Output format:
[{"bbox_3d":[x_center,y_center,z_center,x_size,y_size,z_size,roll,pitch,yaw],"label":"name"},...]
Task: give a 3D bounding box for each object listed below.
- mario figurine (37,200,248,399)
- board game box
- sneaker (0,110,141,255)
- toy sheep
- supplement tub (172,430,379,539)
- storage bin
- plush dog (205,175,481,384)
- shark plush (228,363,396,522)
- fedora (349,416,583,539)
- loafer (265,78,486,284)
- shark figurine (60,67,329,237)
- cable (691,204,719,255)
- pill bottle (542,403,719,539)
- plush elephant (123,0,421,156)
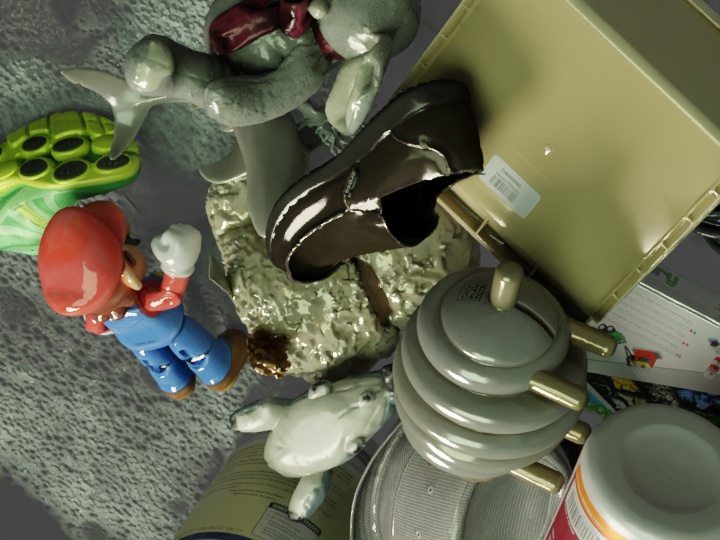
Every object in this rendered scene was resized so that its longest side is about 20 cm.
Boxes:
[{"bbox_3d":[-0.162,0.009,1.480,0.123,0.106,0.200,-38,133,4],"label":"mario figurine"},{"bbox_3d":[0.199,0.057,1.382,0.200,0.035,0.126,28,130,4],"label":"board game box"},{"bbox_3d":[-0.243,-0.062,1.495,0.200,0.074,0.084,-15,141,27],"label":"sneaker"},{"bbox_3d":[0.086,0.065,1.252,0.138,0.138,0.200,21,135,11],"label":"toy sheep"},{"bbox_3d":[-0.062,0.213,1.500,0.145,0.200,0.145,12,126,17],"label":"supplement tub"},{"bbox_3d":[0.138,-0.094,1.244,0.200,0.094,0.199,44,134,5],"label":"storage bin"},{"bbox_3d":[0.000,0.000,1.382,0.172,0.161,0.200,-25,111,9],"label":"plush dog"},{"bbox_3d":[-0.010,0.088,1.389,0.091,0.083,0.200,48,126,8],"label":"shark plush"},{"bbox_3d":[0.088,0.175,1.394,0.177,0.090,0.200,11,110,-25],"label":"fedora"},{"bbox_3d":[0.008,-0.040,1.246,0.200,0.073,0.071,-45,63,45],"label":"loafer"},{"bbox_3d":[-0.099,-0.120,1.369,0.214,0.128,0.090,30,158,37],"label":"shark figurine"},{"bbox_3d":[0.264,-0.087,1.247,0.200,0.051,0.163,-14,117,32],"label":"cable"},{"bbox_3d":[0.176,0.189,1.296,0.113,0.113,0.200,24,138,8],"label":"pill bottle"},{"bbox_3d":[-0.032,-0.166,1.263,0.200,0.165,0.155,34,137,-23],"label":"plush elephant"}]
